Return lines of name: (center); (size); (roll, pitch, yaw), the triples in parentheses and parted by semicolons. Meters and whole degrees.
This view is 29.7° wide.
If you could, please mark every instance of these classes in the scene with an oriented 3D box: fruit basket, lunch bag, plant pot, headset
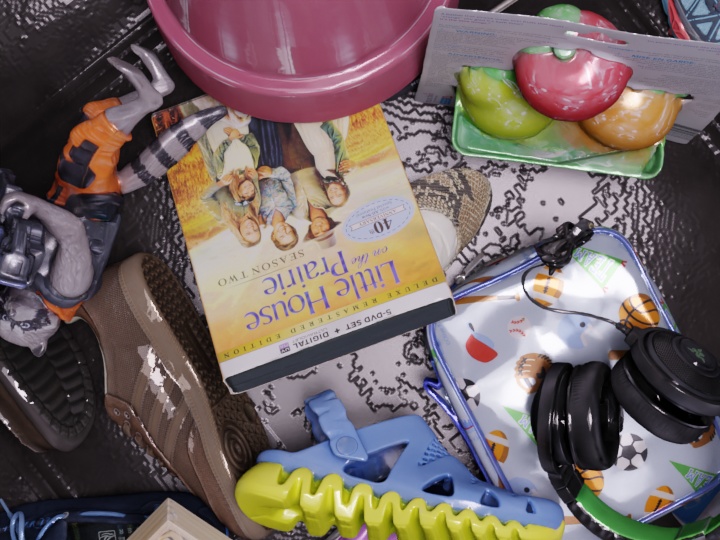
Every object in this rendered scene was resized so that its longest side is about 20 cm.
fruit basket: (0.128, -0.118, 0.804); (0.184, 0.200, 0.094); (7, 77, 1)
lunch bag: (0.131, 0.074, 0.871); (0.160, 0.076, 0.201); (-27, 92, 3)
plant pot: (-0.040, -0.208, 0.790); (0.199, 0.179, 0.201); (-1, 75, 4)
headset: (0.157, 0.069, 0.796); (0.123, 0.094, 0.200); (-25, 98, 29)

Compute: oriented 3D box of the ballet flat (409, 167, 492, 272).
ballet flat: (0.000, 0.000, 0.867); (0.199, 0.075, 0.068); (-23, 118, 0)

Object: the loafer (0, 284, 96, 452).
loafer: (-0.251, 0.041, 0.882); (0.071, 0.073, 0.200); (-40, 88, 29)

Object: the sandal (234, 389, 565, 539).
sandal: (0.028, 0.125, 0.830); (0.199, 0.080, 0.087); (14, 60, 3)

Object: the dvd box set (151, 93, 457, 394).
dvd box set: (-0.040, -0.037, 0.844); (0.146, 0.029, 0.201); (-19, 61, 2)

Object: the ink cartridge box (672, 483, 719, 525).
ink cartridge box: (0.301, 0.121, 0.849); (0.200, 0.116, 0.067); (-40, 90, 1)

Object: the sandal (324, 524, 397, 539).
sandal: (-0.005, 0.210, 0.885); (0.082, 0.050, 0.203); (34, 92, 0)

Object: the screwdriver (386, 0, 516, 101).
screwdriver: (0.095, -0.170, 0.889); (0.200, 0.028, 0.029); (-30, 121, 0)

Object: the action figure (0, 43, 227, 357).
action figure: (-0.166, -0.033, 0.814); (0.104, 0.200, 0.194); (26, 101, -22)

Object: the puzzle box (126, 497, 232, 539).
puzzle box: (-0.133, 0.249, 0.857); (0.133, 0.025, 0.200); (37, 105, -22)

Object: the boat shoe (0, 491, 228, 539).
boat shoe: (-0.188, 0.178, 0.876); (0.199, 0.069, 0.084); (-19, 91, 1)

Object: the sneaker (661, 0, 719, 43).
sneaker: (0.220, -0.205, 0.851); (0.079, 0.096, 0.200); (-30, 91, 2)

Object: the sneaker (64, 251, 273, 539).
sneaker: (-0.122, 0.089, 0.886); (0.075, 0.070, 0.201); (-26, 88, 20)
